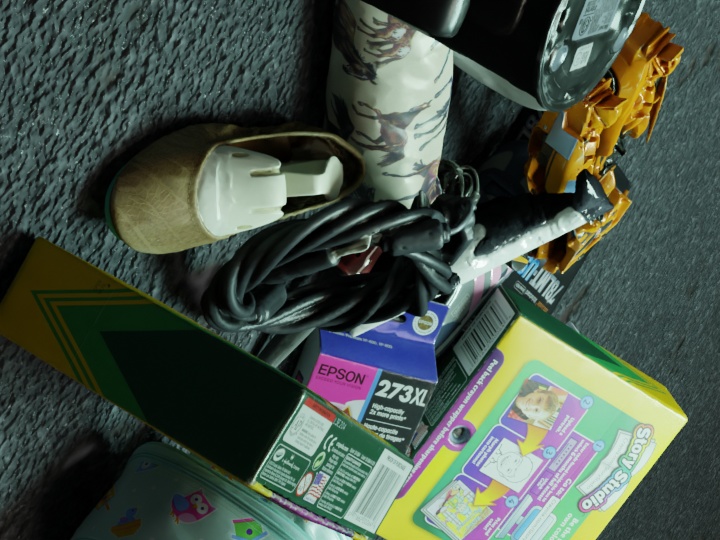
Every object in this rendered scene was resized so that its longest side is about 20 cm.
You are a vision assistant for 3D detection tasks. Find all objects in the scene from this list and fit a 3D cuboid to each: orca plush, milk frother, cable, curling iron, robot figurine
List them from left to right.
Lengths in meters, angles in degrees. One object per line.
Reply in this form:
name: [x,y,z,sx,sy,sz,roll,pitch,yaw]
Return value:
cable: [-0.018,0.009,1.180,0.162,0.051,0.200,-15,167,-20]
curling iron: [0.000,0.000,1.283,0.200,0.050,0.026,-41,133,6]
orca plush: [0.065,-0.029,1.301,0.199,0.072,0.105,-27,179,27]
milk frother: [0.058,-0.215,0.994,0.202,0.187,0.180,-64,158,9]
robot figurine: [0.158,-0.078,1.360,0.145,0.058,0.201,-40,156,-33]

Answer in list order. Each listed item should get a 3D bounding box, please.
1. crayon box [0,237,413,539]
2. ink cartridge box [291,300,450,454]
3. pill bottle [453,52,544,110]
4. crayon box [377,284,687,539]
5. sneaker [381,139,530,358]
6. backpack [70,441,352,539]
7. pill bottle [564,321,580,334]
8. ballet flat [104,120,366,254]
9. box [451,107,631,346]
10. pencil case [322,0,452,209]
crayon box: [-0.079,0.068,1.048,0.059,0.172,0.200,-58,157,-5]
ink cartridge box: [-0.010,0.108,1.376,0.094,0.037,0.202,14,108,-22]
pill bottle: [0.131,-0.214,1.240,0.201,0.114,0.114,-57,157,-6]
crayon box: [0.118,0.139,1.463,0.172,0.058,0.201,31,104,-25]
sneaker: [0.077,-0.020,1.420,0.201,0.070,0.082,-56,161,-11]
backpack: [-0.089,0.195,1.197,0.154,0.175,0.201,-51,160,-23]
pill bottle: [0.117,0.138,1.559,0.199,0.116,0.116,-38,157,4]
ballet flat: [-0.058,-0.049,1.093,0.199,0.072,0.069,-14,107,-59]
box: [0.131,-0.021,1.561,0.200,0.049,0.200,-59,157,-3]
pencil case: [0.022,-0.112,1.184,0.089,0.078,0.201,-31,145,-31]
